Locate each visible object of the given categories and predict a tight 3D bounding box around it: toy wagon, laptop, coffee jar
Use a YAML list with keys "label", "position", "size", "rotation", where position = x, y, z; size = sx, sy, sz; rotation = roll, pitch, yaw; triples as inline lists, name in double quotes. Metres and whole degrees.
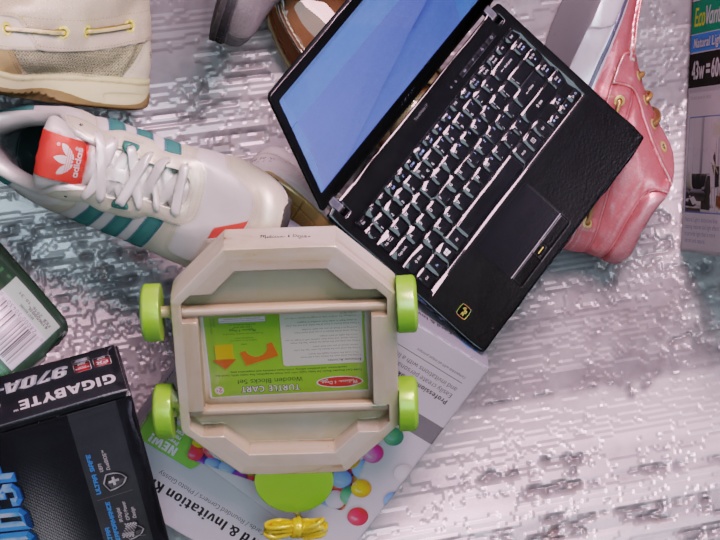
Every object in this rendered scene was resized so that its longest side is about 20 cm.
- label: "toy wagon"
  position: [-0.044, 0.068, 1.006]
  size: [0.154, 0.040, 0.201]
  rotation: [-2, 122, 0]
- label: "laptop"
  position: [0.063, -0.087, 1.009]
  size: [0.200, 0.103, 0.178]
  rotation: [41, 75, -7]
- label: "coffee jar"
  position: [-0.265, -0.013, 1.012]
  size: [0.085, 0.104, 0.200]
  rotation: [-42, 100, -25]

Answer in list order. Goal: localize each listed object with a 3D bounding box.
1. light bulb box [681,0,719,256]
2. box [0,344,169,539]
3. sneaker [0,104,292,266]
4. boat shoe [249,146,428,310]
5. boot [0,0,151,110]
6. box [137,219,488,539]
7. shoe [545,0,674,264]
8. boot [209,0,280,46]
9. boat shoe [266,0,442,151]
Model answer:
- label: "light bulb box"
  position: [0.323, -0.106, 1.135]
  size: [0.197, 0.125, 0.202]
  rotation: [1, 93, -13]
- label: "box"
  position: [-0.194, 0.149, 1.012]
  size: [0.158, 0.046, 0.201]
  rotation: [-15, 129, -10]
- label: "sneaker"
  position: [-0.139, -0.049, 1.000]
  size: [0.199, 0.093, 0.071]
  rotation: [19, 94, 25]
- label: "boat shoe"
  position: [0.000, 0.000, 1.093]
  size: [0.071, 0.070, 0.200]
  rotation: [-28, 114, 28]
- label: "boot"
  position: [-0.196, -0.179, 1.002]
  size: [0.199, 0.072, 0.156]
  rotation: [4, 100, -44]
- label: "box"
  position: [-0.041, 0.088, 1.064]
  size: [0.155, 0.041, 0.200]
  rotation: [32, 110, -12]
- label: "shoe"
  position: [0.162, -0.107, 1.129]
  size: [0.090, 0.071, 0.202]
  rotation: [18, 92, -16]
- label: "boot"
  position: [0.002, -0.192, 1.052]
  size: [0.131, 0.070, 0.201]
  rotation: [31, 65, -5]
- label: "boat shoe"
  position: [0.025, -0.108, 1.091]
  size: [0.076, 0.074, 0.200]
  rotation: [-46, 101, -8]
